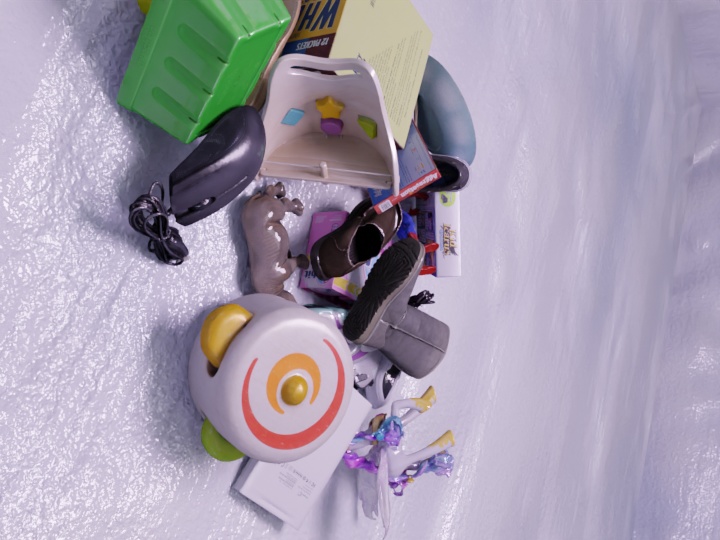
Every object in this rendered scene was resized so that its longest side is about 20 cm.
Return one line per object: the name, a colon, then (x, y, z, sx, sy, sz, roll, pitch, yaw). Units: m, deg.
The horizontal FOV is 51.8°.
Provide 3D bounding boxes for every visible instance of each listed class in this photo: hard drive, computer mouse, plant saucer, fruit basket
hard drive: (-0.075, 0.240, 1.026, 0.132, 0.026, 0.202, 46, 68, -38)
computer mouse: (0.051, 0.124, 1.202, 0.043, 0.109, 0.203, 30, 72, -21)
plant saucer: (0.119, -0.254, 1.226, 0.038, 0.201, 0.204, -29, 119, -14)
fruit basket: (-0.191, -0.275, 0.796, 0.155, 0.212, 0.220, -41, 123, -46)
computer mouse: (-0.164, -0.096, 0.833, 0.201, 0.052, 0.139, -53, 164, -16)

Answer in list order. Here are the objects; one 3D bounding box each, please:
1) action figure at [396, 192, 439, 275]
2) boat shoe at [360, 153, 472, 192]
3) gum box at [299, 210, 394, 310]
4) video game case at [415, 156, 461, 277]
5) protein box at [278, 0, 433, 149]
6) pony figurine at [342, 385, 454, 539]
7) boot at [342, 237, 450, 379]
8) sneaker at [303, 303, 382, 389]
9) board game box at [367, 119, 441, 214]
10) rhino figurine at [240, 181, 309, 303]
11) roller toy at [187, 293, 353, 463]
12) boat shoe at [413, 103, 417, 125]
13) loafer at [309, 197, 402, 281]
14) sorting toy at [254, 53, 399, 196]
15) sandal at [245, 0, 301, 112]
action figure: (0.085, -0.079, 1.160, 0.097, 0.201, 0.066, -12, 132, -22)
boat shoe: (0.067, -0.146, 1.110, 0.066, 0.195, 0.072, -15, 114, -70)
gum box: (0.000, 0.000, 1.137, 0.199, 0.065, 0.116, 28, 67, -51)
video game case: (0.127, -0.089, 1.234, 0.200, 0.044, 0.186, -130, -141, -84)
protein box: (-0.017, -0.306, 1.050, 0.199, 0.132, 0.203, 37, 62, -48)
pony figurine: (0.045, 0.288, 1.131, 0.195, 0.166, 0.198, -13, 88, -15)
boot: (0.079, 0.063, 1.086, 0.198, 0.073, 0.183, 29, 102, -42)
sneaker: (-0.030, 0.132, 1.092, 0.198, 0.077, 0.144, 20, 79, -47)
board game box: (0.044, -0.171, 1.081, 0.020, 0.101, 0.202, 52, 14, -40)
rhino figurine: (-0.114, -0.010, 0.985, 0.087, 0.059, 0.205, -22, 110, -51)
roller toy: (-0.105, 0.126, 0.893, 0.179, 0.139, 0.205, -12, 104, -31)
boat shoe: (0.051, -0.238, 1.197, 0.068, 0.073, 0.205, -34, 116, -49)
loafer: (0.011, -0.044, 1.036, 0.200, 0.070, 0.074, -45, 123, -44)
sorting toy: (-0.041, -0.194, 0.931, 0.181, 0.195, 0.109, 90, 8, -60)
sandal: (-0.135, -0.304, 0.935, 0.069, 0.076, 0.217, 29, 72, -56)
